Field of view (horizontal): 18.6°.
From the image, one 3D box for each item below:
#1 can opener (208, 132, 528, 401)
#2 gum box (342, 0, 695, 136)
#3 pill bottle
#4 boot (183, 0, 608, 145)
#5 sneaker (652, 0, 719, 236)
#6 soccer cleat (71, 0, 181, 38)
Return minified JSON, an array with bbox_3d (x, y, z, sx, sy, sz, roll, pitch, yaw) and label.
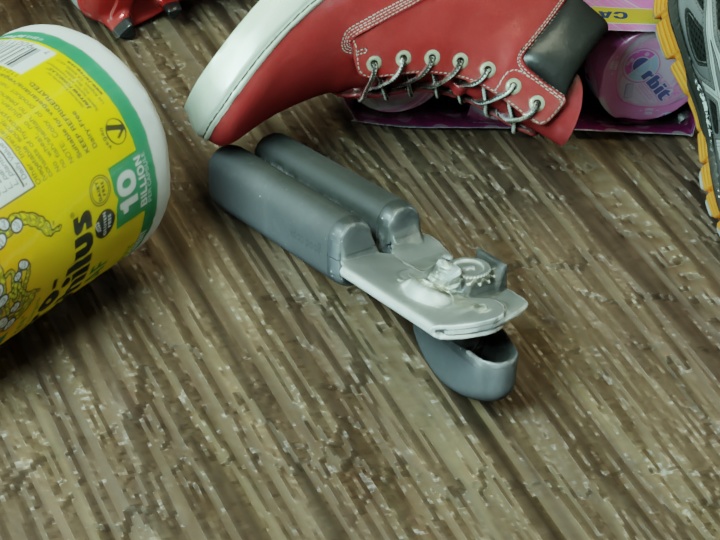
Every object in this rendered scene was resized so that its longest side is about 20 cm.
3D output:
[{"bbox_3d":[0.000,0.000,0.999,0.053,0.067,0.200,-17,30,-31],"label":"can opener"},{"bbox_3d":[0.077,-0.132,1.172,0.198,0.067,0.114,1,36,-12],"label":"gum box"},{"bbox_3d":[-0.179,-0.017,0.917,0.112,0.113,0.200,27,39,22],"label":"pill bottle"},{"bbox_3d":[0.025,-0.093,1.051,0.200,0.072,0.144,-40,89,-22],"label":"boot"},{"bbox_3d":[0.206,-0.075,1.073,0.078,0.077,0.201,-16,74,-27],"label":"sneaker"},{"bbox_3d":[-0.076,-0.187,1.208,0.199,0.069,0.085,-19,59,-27],"label":"soccer cleat"}]
